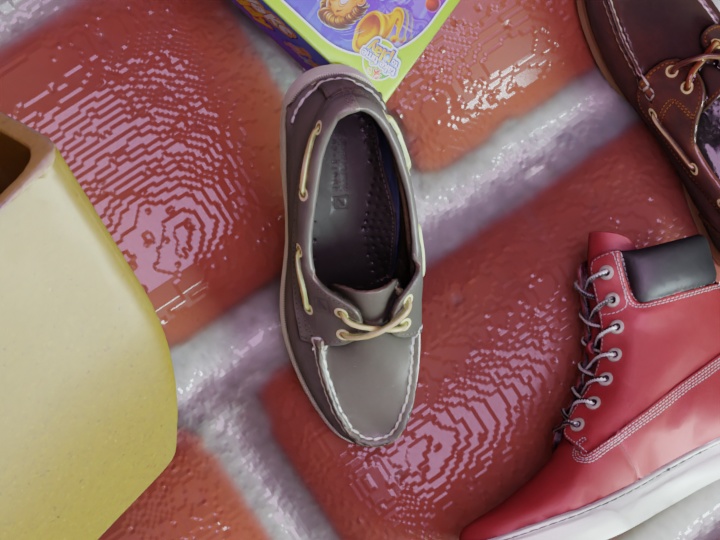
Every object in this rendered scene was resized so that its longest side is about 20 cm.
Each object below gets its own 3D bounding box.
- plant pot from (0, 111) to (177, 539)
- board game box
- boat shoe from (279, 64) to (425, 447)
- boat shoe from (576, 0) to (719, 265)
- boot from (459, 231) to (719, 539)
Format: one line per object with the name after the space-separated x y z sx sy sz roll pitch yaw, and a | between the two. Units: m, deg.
-0.201 0.050 1.403 0.196 0.194 0.200 -46 127 -12 | plant pot
-0.027 -0.196 1.498 0.200 0.045 0.135 41 78 -28 | board game box
-0.003 0.001 1.499 0.072 0.060 0.202 -10 109 -11 | boat shoe
0.183 -0.090 1.570 0.070 0.070 0.200 -32 93 -12 | boat shoe
0.115 0.063 1.546 0.200 0.072 0.145 -27 93 -22 | boot
